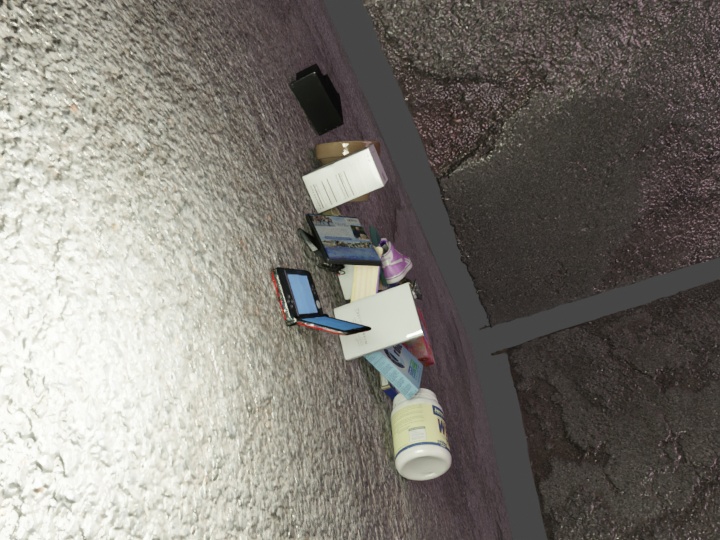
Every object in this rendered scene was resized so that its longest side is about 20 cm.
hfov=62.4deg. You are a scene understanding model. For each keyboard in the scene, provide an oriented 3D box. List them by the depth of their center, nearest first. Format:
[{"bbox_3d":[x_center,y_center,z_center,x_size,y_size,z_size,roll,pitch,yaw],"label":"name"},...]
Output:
[{"bbox_3d":[-0.099,-0.035,1.485,0.104,0.040,0.200,51,7,23],"label":"keyboard"}]

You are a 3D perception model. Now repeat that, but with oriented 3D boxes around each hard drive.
[{"bbox_3d":[0.042,0.123,1.429,0.026,0.199,0.133,39,33,-66],"label":"hard drive"}]

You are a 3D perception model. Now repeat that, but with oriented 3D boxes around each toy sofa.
[{"bbox_3d":[0.012,0.034,1.520,0.083,0.097,0.202,26,68,-72],"label":"toy sofa"}]

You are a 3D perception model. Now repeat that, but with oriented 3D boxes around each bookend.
[{"bbox_3d":[-0.142,-0.579,1.914,0.200,0.092,0.200,-98,160,-46],"label":"bookend"}]

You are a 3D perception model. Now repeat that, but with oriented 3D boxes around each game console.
[{"bbox_3d":[-0.076,0.063,1.230,0.200,0.118,0.174,10,61,-75],"label":"game console"}]

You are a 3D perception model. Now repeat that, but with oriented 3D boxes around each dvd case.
[{"bbox_3d":[-0.044,-0.077,1.456,0.201,0.142,0.018,-117,-143,-48],"label":"dvd case"}]

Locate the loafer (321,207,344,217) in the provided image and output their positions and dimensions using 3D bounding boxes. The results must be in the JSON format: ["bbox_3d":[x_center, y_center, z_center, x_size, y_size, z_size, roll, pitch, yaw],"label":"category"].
[{"bbox_3d":[-0.064,-0.122,1.621,0.200,0.068,0.076,-91,157,-62],"label":"loafer"}]

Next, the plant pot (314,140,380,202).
[{"bbox_3d":[-0.037,-0.295,1.796,0.200,0.198,0.176,-30,118,-76],"label":"plant pot"}]

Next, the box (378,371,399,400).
[{"bbox_3d":[0.099,0.322,1.726,0.200,0.032,0.122,52,23,-49],"label":"box"}]

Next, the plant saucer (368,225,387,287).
[{"bbox_3d":[0.055,-0.046,1.751,0.070,0.019,0.201,58,18,-44],"label":"plant saucer"}]

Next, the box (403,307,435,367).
[{"bbox_3d":[0.175,0.226,2.020,0.103,0.094,0.201,46,28,-57],"label":"box"}]

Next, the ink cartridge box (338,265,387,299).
[{"bbox_3d":[0.000,0.000,1.680,0.200,0.083,0.146,2,69,-76],"label":"ink cartridge box"}]

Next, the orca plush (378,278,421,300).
[{"bbox_3d":[0.063,0.069,1.627,0.106,0.199,0.071,61,2,-39],"label":"orca plush"}]

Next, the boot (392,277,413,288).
[{"bbox_3d":[0.110,0.100,1.718,0.073,0.150,0.200,49,-2,-17],"label":"boot"}]

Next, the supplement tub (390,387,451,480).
[{"bbox_3d":[0.155,0.427,1.561,0.201,0.144,0.145,-94,159,-47],"label":"supplement tub"}]

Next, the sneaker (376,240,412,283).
[{"bbox_3d":[0.096,-0.043,1.723,0.201,0.072,0.115,-56,123,-75],"label":"sneaker"}]

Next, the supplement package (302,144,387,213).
[{"bbox_3d":[-0.040,-0.252,1.630,0.114,0.199,0.110,-62,130,-70],"label":"supplement package"}]

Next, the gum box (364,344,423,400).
[{"bbox_3d":[0.079,0.231,1.593,0.200,0.045,0.170,45,16,-3],"label":"gum box"}]

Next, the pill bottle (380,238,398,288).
[{"bbox_3d":[0.076,0.003,1.914,0.111,0.110,0.202,3,67,-75],"label":"pill bottle"}]
